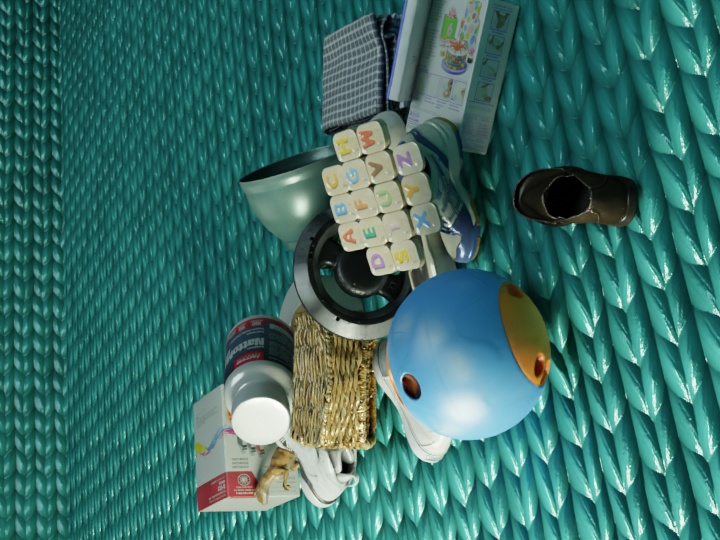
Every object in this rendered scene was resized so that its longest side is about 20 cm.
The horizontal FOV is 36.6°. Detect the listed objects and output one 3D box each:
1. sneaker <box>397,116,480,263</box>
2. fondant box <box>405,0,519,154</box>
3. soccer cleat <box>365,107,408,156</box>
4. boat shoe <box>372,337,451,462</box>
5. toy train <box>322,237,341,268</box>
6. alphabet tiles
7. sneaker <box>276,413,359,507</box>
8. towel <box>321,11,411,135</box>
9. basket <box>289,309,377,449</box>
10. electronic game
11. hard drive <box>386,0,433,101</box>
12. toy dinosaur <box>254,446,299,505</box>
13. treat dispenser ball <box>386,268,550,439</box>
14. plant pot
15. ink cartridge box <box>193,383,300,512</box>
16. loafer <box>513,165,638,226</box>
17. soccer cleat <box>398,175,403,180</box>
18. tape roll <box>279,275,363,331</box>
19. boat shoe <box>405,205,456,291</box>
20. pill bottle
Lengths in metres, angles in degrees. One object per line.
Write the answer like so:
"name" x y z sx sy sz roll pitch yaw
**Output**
"sneaker" 0.099 -0.098 1.454 0.075 0.087 0.203 8 119 57
"fondant box" 0.137 -0.275 1.503 0.144 0.057 0.204 32 114 58
"soccer cleat" 0.010 -0.187 1.649 0.070 0.086 0.200 56 160 3
"boat shoe" 0.079 0.160 1.517 0.087 0.073 0.204 -60 39 38
"toy train" -0.027 -0.028 1.783 0.199 0.041 0.058 1 96 61
"alphabet tiles" 0.024 -0.095 1.451 0.194 0.014 0.204 -9 101 48
"sneaker" -0.071 0.272 1.740 0.115 0.074 0.202 -37 77 47
"towel" 0.004 -0.309 1.726 0.199 0.084 0.169 -9 78 61
"basket" -0.011 0.159 1.598 0.142 0.146 0.204 -10 76 64
"electronic game" 0.000 0.000 1.551 0.042 0.196 0.204 133 137 -71
"hard drive" 0.084 -0.346 1.552 0.025 0.132 0.204 15 105 17
"toy dinosaur" -0.116 0.304 1.849 0.105 0.061 0.202 17 63 23
"treat dispenser ball" 0.129 0.100 1.304 0.200 0.198 0.205 -17 70 59
"plant pot" -0.085 -0.115 1.777 0.199 0.198 0.136 7 119 61
"ink cartridge box" -0.206 0.316 1.940 0.144 0.143 0.204 -36 55 53
"loafer" 0.236 -0.091 1.273 0.199 0.070 0.075 5 89 61
"soccer cleat" 0.054 -0.076 1.618 0.084 0.064 0.202 57 137 30
"tape roll" -0.068 0.110 1.800 0.201 0.070 0.207 -16 72 59
"boat shoe" 0.085 -0.056 1.519 0.060 0.073 0.204 -15 87 37
"pill bottle" -0.155 0.172 1.703 0.201 0.118 0.121 -99 27 -59
